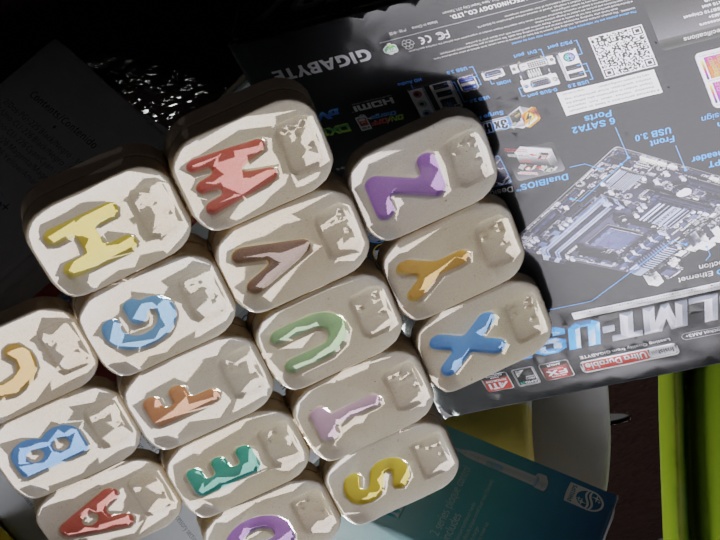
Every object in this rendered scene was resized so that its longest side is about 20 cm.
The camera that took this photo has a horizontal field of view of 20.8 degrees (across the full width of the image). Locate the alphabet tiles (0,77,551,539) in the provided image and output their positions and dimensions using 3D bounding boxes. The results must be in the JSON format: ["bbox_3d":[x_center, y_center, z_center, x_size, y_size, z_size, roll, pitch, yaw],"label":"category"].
[{"bbox_3d":[-0.034,0.028,0.668,0.195,0.015,0.200,-24,133,-1],"label":"alphabet tiles"}]

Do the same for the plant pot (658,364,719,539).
[{"bbox_3d":[0.290,0.117,1.177,0.199,0.200,0.181,9,166,-40],"label":"plant pot"}]

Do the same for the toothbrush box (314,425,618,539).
[{"bbox_3d":[-0.001,0.142,0.918,0.200,0.085,0.147,23,126,9],"label":"toothbrush box"}]

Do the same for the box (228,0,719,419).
[{"bbox_3d":[0.085,-0.042,0.676,0.200,0.050,0.199,-13,134,21],"label":"box"}]

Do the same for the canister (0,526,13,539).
[{"bbox_3d":[-0.148,0.160,0.777,0.087,0.149,0.200,-42,169,-15],"label":"canister"}]

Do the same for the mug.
[{"bbox_3d":[0.040,0.092,1.071,0.153,0.150,0.187,-2,-150,22],"label":"mug"}]

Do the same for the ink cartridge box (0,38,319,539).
[{"bbox_3d":[-0.087,0.019,0.751,0.176,0.084,0.200,-42,142,-13],"label":"ink cartridge box"}]
